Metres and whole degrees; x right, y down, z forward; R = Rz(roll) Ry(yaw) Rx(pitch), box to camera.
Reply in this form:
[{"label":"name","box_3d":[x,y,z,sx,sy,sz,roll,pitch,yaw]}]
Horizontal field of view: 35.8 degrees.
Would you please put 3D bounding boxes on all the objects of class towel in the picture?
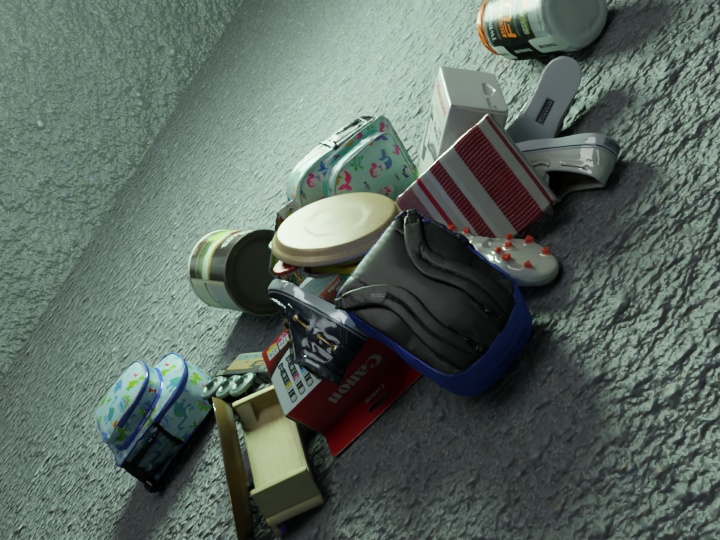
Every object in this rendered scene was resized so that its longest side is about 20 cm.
[{"label":"towel","box_3d":[0.148,-0.092,1.446,0.200,0.145,0.023,-42,-7,41]}]

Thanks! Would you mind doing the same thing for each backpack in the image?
[{"label":"backpack","box_3d":[-0.350,0.238,1.900,0.200,0.147,0.183,-49,26,-2]},{"label":"backpack","box_3d":[-0.007,-0.122,1.711,0.199,0.179,0.151,-33,19,-7]},{"label":"backpack","box_3d":[0.106,0.048,1.324,0.199,0.168,0.163,33,85,33]}]

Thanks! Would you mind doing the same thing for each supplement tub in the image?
[{"label":"supplement tub","box_3d":[0.268,-0.384,1.684,0.123,0.122,0.199,-57,24,-13]}]

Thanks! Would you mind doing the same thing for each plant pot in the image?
[{"label":"plant pot","box_3d":[-0.175,0.272,1.535,0.027,0.202,0.200,-10,24,-8]}]

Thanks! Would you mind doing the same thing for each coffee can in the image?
[{"label":"coffee can","box_3d":[-0.207,0.001,1.972,0.147,0.146,0.199,-58,24,-14]}]

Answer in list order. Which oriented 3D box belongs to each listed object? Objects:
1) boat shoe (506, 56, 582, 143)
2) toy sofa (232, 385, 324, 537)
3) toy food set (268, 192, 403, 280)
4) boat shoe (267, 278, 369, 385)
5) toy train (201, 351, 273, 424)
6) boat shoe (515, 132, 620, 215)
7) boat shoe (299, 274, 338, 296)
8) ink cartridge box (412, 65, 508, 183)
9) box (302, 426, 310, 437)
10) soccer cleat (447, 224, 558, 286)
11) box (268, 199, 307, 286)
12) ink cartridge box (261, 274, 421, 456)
[{"label":"boat shoe","box_3d":[0.244,-0.202,1.546,0.201,0.071,0.068,-63,-12,8]},{"label":"toy sofa","box_3d":[-0.108,0.255,1.510,0.082,0.098,0.201,-24,34,0]},{"label":"toy food set","box_3d":[-0.033,-0.048,1.530,0.198,0.049,0.198,5,33,34]},{"label":"boat shoe","box_3d":[-0.074,0.078,1.457,0.199,0.071,0.091,23,80,49]},{"label":"toy train","box_3d":[-0.161,0.171,1.682,0.114,0.085,0.199,-49,18,-28]},{"label":"boat shoe","box_3d":[0.243,-0.115,1.429,0.201,0.074,0.087,-3,63,52]},{"label":"boat shoe","box_3d":[0.000,0.000,1.601,0.198,0.072,0.062,-26,24,10]},{"label":"ink cartridge box","box_3d":[0.134,-0.162,1.546,0.146,0.083,0.202,-96,15,-59]},{"label":"box","box_3d":[-0.076,0.170,1.652,0.201,0.021,0.163,-51,24,0]},{"label":"soccer cleat","box_3d":[0.172,-0.005,1.406,0.069,0.078,0.199,-33,32,-32]},{"label":"box","box_3d":[-0.089,-0.015,1.717,0.035,0.110,0.200,-37,-16,-23]},{"label":"ink cartridge box","box_3d":[-0.021,0.117,1.500,0.200,0.084,0.176,-46,40,14]}]
